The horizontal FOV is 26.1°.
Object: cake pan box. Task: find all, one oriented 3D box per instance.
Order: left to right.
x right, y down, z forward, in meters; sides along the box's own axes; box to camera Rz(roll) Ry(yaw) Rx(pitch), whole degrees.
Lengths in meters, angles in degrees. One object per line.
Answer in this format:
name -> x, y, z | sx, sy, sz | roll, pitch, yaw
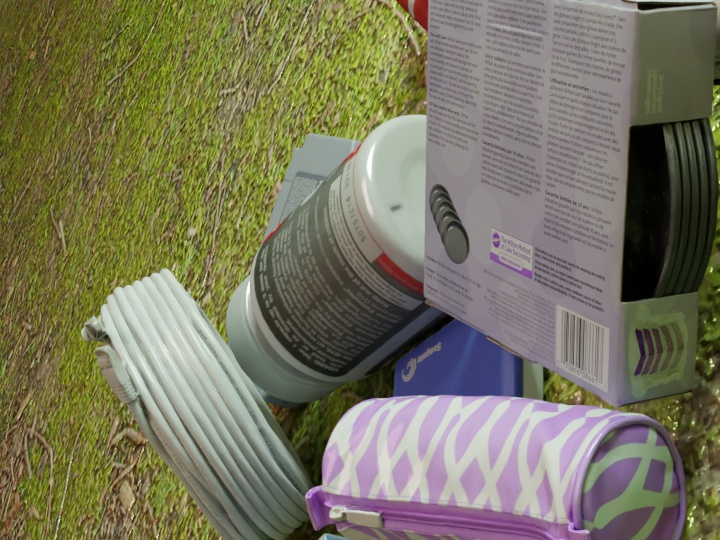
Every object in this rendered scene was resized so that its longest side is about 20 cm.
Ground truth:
cake pan box -> 0.096, -0.050, 0.760 | 0.200, 0.052, 0.186 | -152, 57, -61

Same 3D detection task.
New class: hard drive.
hard drive -> 0.056, 0.121, 0.868 | 0.132, 0.025, 0.201 | -40, 38, 49

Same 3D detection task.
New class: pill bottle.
pill bottle -> 0.000, 0.000, 0.969 | 0.200, 0.113, 0.115 | -41, 38, 48

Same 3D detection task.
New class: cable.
cable -> -0.102, 0.092, 1.030 | 0.069, 0.201, 0.200 | -34, 9, -3

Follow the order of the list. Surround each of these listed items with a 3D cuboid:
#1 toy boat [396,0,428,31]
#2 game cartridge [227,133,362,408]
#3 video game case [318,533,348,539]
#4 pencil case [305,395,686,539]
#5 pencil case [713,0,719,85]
toy boat -> 0.052, -0.217, 0.995 | 0.131, 0.130, 0.200 | -65, 25, 17
game cartridge -> -0.042, -0.002, 1.158 | 0.202, 0.040, 0.133 | -71, 20, 0
video game case -> -0.040, 0.291, 0.923 | 0.182, 0.045, 0.201 | -54, 29, 35
pencil case -> 0.060, 0.104, 0.752 | 0.199, 0.085, 0.085 | -6, 101, 50
pencil case -> 0.203, -0.116, 0.664 | 0.090, 0.078, 0.200 | -55, 23, -7
